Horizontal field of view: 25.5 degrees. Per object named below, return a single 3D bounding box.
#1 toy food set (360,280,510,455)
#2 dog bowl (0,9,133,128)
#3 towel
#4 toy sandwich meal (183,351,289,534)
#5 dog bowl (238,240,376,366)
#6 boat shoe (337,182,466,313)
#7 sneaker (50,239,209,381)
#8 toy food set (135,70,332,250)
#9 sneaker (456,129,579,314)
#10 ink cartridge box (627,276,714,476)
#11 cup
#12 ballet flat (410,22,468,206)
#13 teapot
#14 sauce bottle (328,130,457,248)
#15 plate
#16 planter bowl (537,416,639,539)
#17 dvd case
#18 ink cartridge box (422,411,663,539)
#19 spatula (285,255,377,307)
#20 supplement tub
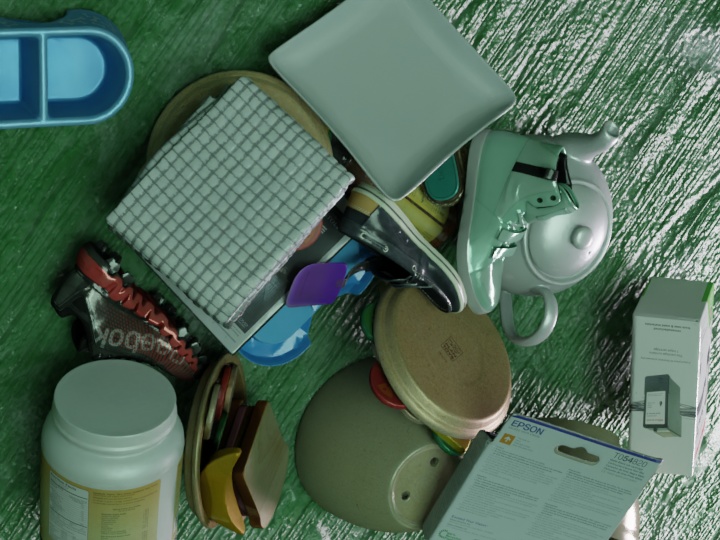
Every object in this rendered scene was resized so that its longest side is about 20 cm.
[{"bbox_3d":[0.084,0.096,1.744,0.200,0.049,0.199,43,42,-12],"label":"toy food set"},{"bbox_3d":[-0.310,-0.188,1.526,0.198,0.050,0.113,-5,109,-25],"label":"dog bowl"},{"bbox_3d":[-0.126,-0.068,1.561,0.165,0.086,0.200,40,81,6],"label":"towel"},{"bbox_3d":[-0.129,0.187,1.685,0.069,0.205,0.208,6,108,11],"label":"toy sandwich meal"},{"bbox_3d":[-0.069,0.010,1.727,0.200,0.050,0.112,-45,121,-6],"label":"dog bowl"},{"bbox_3d":[0.042,-0.011,1.669,0.062,0.074,0.200,-54,130,-12],"label":"boat shoe"},{"bbox_3d":[-0.241,0.061,1.644,0.098,0.071,0.200,-44,125,0],"label":"sneaker"},{"bbox_3d":[-0.122,-0.102,1.628,0.196,0.049,0.202,21,85,-3],"label":"toy food set"},{"bbox_3d":[0.169,-0.044,1.697,0.074,0.117,0.203,-25,121,-62],"label":"sneaker"},{"bbox_3d":[0.376,0.127,1.933,0.083,0.146,0.202,5,110,17],"label":"ink cartridge box"},{"bbox_3d":[0.044,0.215,1.799,0.198,0.143,0.203,-8,110,-24],"label":"cup"},{"bbox_3d":[0.080,-0.169,1.732,0.070,0.065,0.203,-6,90,15],"label":"ballet flat"},{"bbox_3d":[0.211,-0.049,1.795,0.196,0.146,0.201,-32,119,-14],"label":"teapot"},{"bbox_3d":[0.020,-0.096,1.728,0.199,0.066,0.066,37,88,-31],"label":"sauce bottle"},{"bbox_3d":[0.032,-0.192,1.652,0.200,0.032,0.200,-40,85,-26],"label":"plate"},{"bbox_3d":[0.242,0.255,1.904,0.199,0.199,0.136,22,69,-31],"label":"planter bowl"},{"bbox_3d":[-0.113,-0.035,1.664,0.200,0.025,0.150,-44,92,-6],"label":"dvd case"},{"bbox_3d":[0.195,0.241,1.725,0.198,0.041,0.201,20,119,-20],"label":"ink cartridge box"},{"bbox_3d":[0.000,0.000,1.700,0.199,0.021,0.057,-19,139,-47],"label":"spatula"},{"bbox_3d":[-0.253,0.206,1.618,0.143,0.145,0.202,-8,127,-24],"label":"supplement tub"}]
